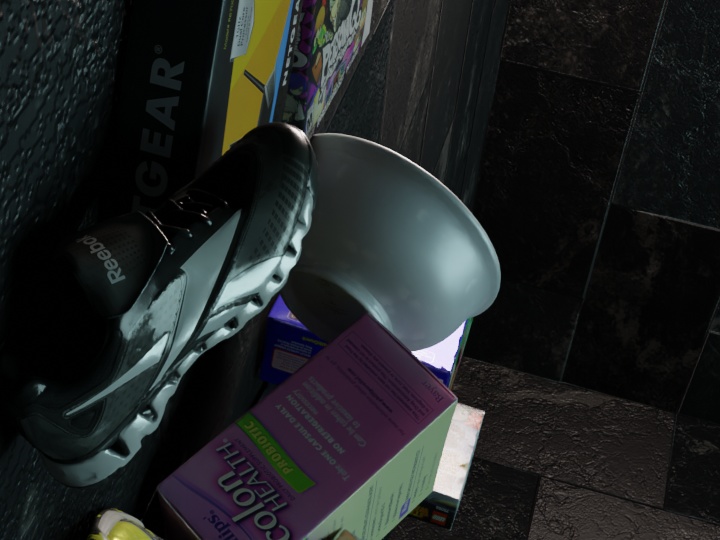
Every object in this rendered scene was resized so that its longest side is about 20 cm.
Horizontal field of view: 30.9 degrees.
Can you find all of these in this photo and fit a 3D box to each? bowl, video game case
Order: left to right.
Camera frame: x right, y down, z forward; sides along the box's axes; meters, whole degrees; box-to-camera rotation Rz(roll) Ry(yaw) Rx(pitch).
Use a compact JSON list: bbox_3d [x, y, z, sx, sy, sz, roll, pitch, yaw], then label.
[{"bbox_3d":[-0.024,-0.211,0.957,0.201,0.035,0.183,-66,167,-50],"label":"video game case"},{"bbox_3d":[0.000,0.000,0.990,0.091,0.200,0.202,-55,163,-28],"label":"bowl"}]

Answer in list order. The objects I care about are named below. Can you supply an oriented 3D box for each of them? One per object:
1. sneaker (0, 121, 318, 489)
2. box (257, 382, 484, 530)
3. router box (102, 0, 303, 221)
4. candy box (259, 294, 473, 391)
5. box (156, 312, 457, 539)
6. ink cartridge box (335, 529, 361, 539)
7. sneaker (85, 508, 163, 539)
[{"bbox_3d":[-0.093,0.002,0.595,0.201,0.066,0.091,-52,145,-11],"label":"sneaker"},{"bbox_3d":[0.004,0.148,1.177,0.137,0.198,0.040,-61,167,-58],"label":"box"},{"bbox_3d":[-0.086,-0.068,0.711,0.149,0.051,0.202,-50,153,-69],"label":"router box"},{"bbox_3d":[0.016,0.041,1.192,0.201,0.167,0.078,-64,169,-56],"label":"candy box"},{"bbox_3d":[-0.038,0.160,0.953,0.200,0.097,0.176,-40,159,-23],"label":"box"},{"bbox_3d":[-0.070,0.270,0.833,0.163,0.050,0.200,-55,168,22],"label":"ink cartridge box"},{"bbox_3d":[-0.126,0.195,0.804,0.200,0.076,0.076,64,43,-76],"label":"sneaker"}]
